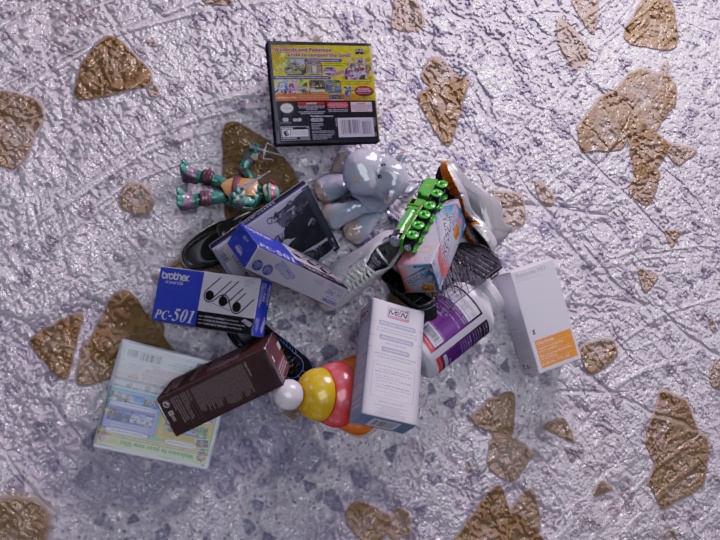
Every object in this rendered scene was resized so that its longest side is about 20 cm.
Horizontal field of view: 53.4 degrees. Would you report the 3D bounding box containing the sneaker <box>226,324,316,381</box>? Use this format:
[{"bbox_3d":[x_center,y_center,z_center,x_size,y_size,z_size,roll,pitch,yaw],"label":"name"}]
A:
[{"bbox_3d":[-0.151,0.150,1.253,0.199,0.078,0.071,36,77,-9],"label":"sneaker"}]

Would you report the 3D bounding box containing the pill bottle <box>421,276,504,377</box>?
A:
[{"bbox_3d":[0.168,0.099,1.326,0.199,0.112,0.113,-35,94,-15],"label":"pill bottle"}]

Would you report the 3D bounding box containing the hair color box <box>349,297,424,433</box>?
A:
[{"bbox_3d":[0.046,0.157,1.189,0.098,0.061,0.203,15,61,-16],"label":"hair color box"}]

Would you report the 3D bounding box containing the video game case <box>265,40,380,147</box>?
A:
[{"bbox_3d":[-0.066,-0.318,1.288,0.197,0.025,0.184,-5,89,-19],"label":"video game case"}]

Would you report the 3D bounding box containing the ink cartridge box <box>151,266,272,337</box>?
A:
[{"bbox_3d":[-0.250,0.052,1.201,0.197,0.044,0.096,7,83,21],"label":"ink cartridge box"}]

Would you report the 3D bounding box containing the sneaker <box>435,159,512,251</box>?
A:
[{"bbox_3d":[0.222,-0.133,1.388,0.092,0.075,0.202,-36,102,-22],"label":"sneaker"}]

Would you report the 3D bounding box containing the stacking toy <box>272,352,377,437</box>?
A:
[{"bbox_3d":[-0.062,0.206,1.208,0.198,0.145,0.149,11,82,-39],"label":"stacking toy"}]

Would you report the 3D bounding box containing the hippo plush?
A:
[{"bbox_3d":[0.019,-0.134,1.280,0.197,0.161,0.162,21,80,-12],"label":"hippo plush"}]

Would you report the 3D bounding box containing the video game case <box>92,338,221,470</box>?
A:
[{"bbox_3d":[-0.335,0.231,1.227,0.197,0.022,0.185,15,81,-14],"label":"video game case"}]

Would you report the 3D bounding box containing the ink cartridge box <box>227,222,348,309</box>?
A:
[{"bbox_3d":[-0.120,-0.006,1.204,0.199,0.094,0.045,27,101,-38],"label":"ink cartridge box"}]

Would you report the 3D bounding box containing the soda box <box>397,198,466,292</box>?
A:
[{"bbox_3d":[0.132,-0.047,1.294,0.201,0.067,0.064,-63,140,-45],"label":"soda box"}]

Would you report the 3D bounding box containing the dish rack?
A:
[{"bbox_3d":[0.154,0.004,1.313,0.199,0.153,0.055,-33,125,-14],"label":"dish rack"}]

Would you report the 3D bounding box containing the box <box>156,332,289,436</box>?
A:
[{"bbox_3d":[-0.220,0.183,1.168,0.198,0.100,0.076,-27,98,5],"label":"box"}]

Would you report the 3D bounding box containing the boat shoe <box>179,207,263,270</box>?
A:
[{"bbox_3d":[-0.225,-0.061,1.259,0.198,0.068,0.073,-25,93,-14],"label":"boat shoe"}]

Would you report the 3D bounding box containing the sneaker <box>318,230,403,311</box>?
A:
[{"bbox_3d":[0.000,0.000,1.294,0.200,0.081,0.077,-43,101,1],"label":"sneaker"}]

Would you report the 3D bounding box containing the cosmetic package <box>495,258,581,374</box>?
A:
[{"bbox_3d":[0.346,0.090,1.395,0.100,0.071,0.203,-17,89,-15],"label":"cosmetic package"}]

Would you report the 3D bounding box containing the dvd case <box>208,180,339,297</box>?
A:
[{"bbox_3d":[-0.146,-0.042,1.254,0.199,0.025,0.151,-35,127,-11],"label":"dvd case"}]

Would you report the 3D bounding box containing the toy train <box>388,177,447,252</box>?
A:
[{"bbox_3d":[0.106,-0.102,1.283,0.056,0.042,0.201,13,44,20],"label":"toy train"}]

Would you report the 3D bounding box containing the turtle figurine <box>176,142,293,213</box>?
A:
[{"bbox_3d":[-0.215,-0.147,1.244,0.196,0.151,0.102,-1,128,-3],"label":"turtle figurine"}]
